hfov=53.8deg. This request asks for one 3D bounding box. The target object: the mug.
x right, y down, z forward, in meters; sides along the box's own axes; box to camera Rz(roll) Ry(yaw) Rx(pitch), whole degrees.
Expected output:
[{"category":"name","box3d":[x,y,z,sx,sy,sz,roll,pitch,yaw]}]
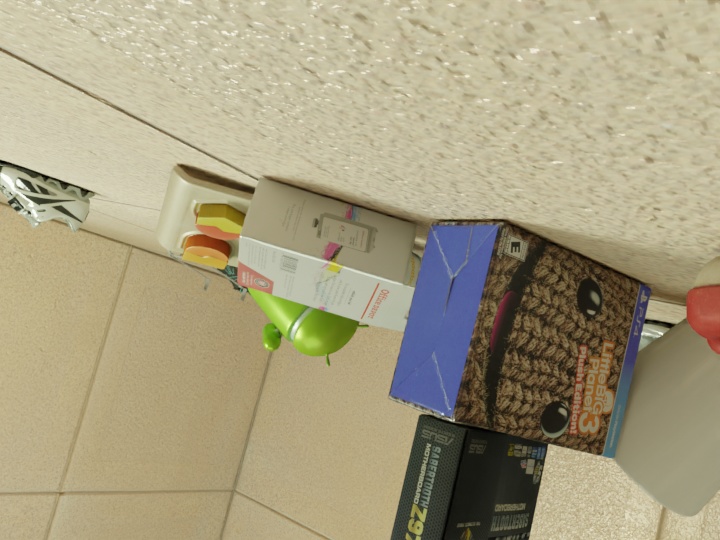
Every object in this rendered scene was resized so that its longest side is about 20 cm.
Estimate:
[{"category":"mug","box3d":[0.313,0.111,0.685,0.148,0.154,0.188,24,-152,-28]}]

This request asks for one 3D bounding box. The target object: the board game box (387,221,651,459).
[{"category":"board game box","box3d":[0.145,0.063,0.631,0.197,0.162,0.096,18,174,-31]}]

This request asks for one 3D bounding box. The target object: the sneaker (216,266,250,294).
[{"category":"sneaker","box3d":[-0.363,0.020,2.089,0.198,0.081,0.075,13,174,42]}]

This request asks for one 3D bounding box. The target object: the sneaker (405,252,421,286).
[{"category":"sneaker","box3d":[0.000,0.000,0.874,0.080,0.078,0.199,13,180,-37]}]

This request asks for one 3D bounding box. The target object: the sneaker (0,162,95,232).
[{"category":"sneaker","box3d":[-0.558,-0.121,1.191,0.197,0.090,0.074,20,174,-26]}]

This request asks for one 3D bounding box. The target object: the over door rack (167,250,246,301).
[{"category":"over door rack","box3d":[-0.390,-0.010,1.831,0.146,0.067,0.201,13,153,29]}]

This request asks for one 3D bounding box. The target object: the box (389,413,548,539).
[{"category":"box","box3d":[0.098,0.217,0.624,0.050,0.161,0.199,10,172,36]}]

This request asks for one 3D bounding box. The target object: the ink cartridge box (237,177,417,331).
[{"category":"ink cartridge box","box3d":[-0.017,-0.009,0.699,0.196,0.069,0.117,17,154,-4]}]

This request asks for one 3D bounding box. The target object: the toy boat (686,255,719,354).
[{"category":"toy boat","box3d":[0.271,0.060,0.391,0.128,0.133,0.200,16,175,-9]}]

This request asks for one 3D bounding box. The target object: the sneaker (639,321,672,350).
[{"category":"sneaker","box3d":[0.377,0.108,0.849,0.073,0.081,0.199,16,176,-28]}]

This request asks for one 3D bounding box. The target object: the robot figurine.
[{"category":"robot figurine","box3d":[-0.079,0.034,0.991,0.200,0.175,0.116,46,179,19]}]

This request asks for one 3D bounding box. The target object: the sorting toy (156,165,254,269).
[{"category":"sorting toy","box3d":[-0.132,-0.035,0.812,0.197,0.037,0.185,19,154,-15]}]
